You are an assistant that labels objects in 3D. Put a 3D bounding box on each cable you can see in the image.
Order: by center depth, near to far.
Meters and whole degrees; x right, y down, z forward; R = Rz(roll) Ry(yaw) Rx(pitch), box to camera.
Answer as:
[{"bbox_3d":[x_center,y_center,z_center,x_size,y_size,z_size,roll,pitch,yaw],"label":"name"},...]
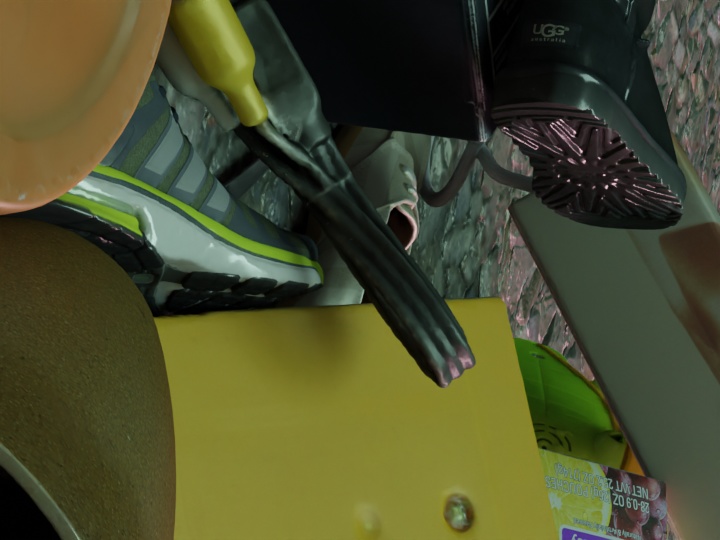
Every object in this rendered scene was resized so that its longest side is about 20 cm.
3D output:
[{"bbox_3d":[-0.031,-0.038,0.829,0.050,0.097,0.201,-30,95,-15],"label":"cable"}]

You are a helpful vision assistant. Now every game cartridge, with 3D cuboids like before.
[{"bbox_3d":[-0.006,0.100,0.843,0.199,0.032,0.177,-2,75,-39],"label":"game cartridge"}]

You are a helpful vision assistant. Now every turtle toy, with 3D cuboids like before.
[{"bbox_3d":[0.083,0.094,1.173,0.200,0.145,0.101,-83,-168,-73],"label":"turtle toy"}]

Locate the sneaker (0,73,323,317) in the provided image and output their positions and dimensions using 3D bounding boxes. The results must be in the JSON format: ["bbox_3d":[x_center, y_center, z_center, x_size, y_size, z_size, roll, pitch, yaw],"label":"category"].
[{"bbox_3d":[-0.075,-0.030,0.809,0.200,0.074,0.081,26,55,-61],"label":"sneaker"}]

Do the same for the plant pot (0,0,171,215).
[{"bbox_3d":[-0.138,-0.092,0.562,0.200,0.139,0.201,10,90,-67],"label":"plant pot"}]

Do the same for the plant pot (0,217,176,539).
[{"bbox_3d":[-0.127,0.064,0.634,0.200,0.185,0.187,-63,155,-67],"label":"plant pot"}]

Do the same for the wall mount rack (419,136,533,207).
[{"bbox_3d":[0.089,-0.129,1.135,0.174,0.074,0.201,-113,-138,-57],"label":"wall mount rack"}]

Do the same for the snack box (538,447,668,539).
[{"bbox_3d":[0.053,0.174,0.928,0.168,0.068,0.201,16,65,-34],"label":"snack box"}]

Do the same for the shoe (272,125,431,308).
[{"bbox_3d":[0.000,0.000,1.037,0.070,0.053,0.200,71,36,-49],"label":"shoe"}]

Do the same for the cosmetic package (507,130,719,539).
[{"bbox_3d":[0.158,0.042,1.048,0.201,0.087,0.103,64,9,12],"label":"cosmetic package"}]

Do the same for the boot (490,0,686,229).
[{"bbox_3d":[0.114,-0.134,0.943,0.165,0.065,0.201,49,48,-65],"label":"boot"}]

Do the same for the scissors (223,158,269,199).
[{"bbox_3d":[-0.072,-0.012,0.920,0.200,0.014,0.074,-26,120,-64],"label":"scissors"}]

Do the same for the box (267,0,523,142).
[{"bbox_3d":[0.023,-0.193,0.926,0.200,0.123,0.199,-57,147,-46],"label":"box"}]
